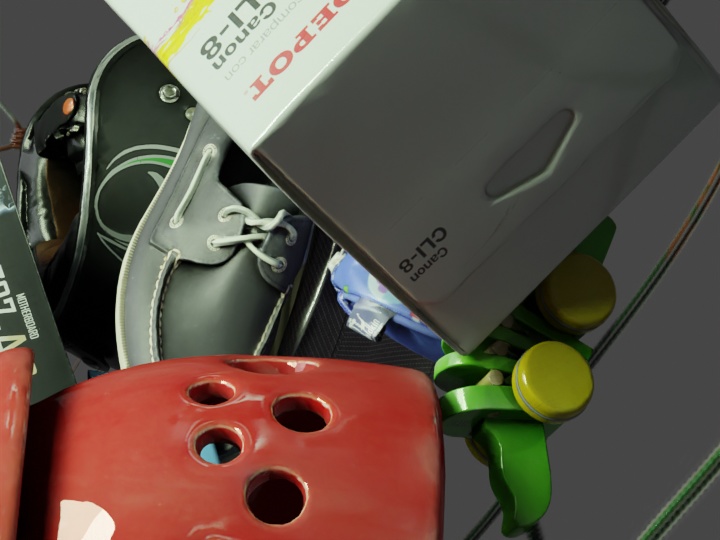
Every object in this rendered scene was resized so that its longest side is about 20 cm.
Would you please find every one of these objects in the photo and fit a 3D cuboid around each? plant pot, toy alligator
[{"bbox_3d":[-0.071,0.128,1.044,0.200,0.182,0.201,-175,90,-82],"label":"plant pot"},{"bbox_3d":[0.064,0.007,1.075,0.059,0.054,0.200,132,158,-58],"label":"toy alligator"}]

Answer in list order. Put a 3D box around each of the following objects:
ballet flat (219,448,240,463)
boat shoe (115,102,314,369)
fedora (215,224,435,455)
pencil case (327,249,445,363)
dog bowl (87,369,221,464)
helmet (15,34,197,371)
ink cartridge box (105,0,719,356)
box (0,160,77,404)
[{"bbox_3d":[-0.082,0.135,1.386,0.200,0.074,0.074,-42,14,4],"label":"ballet flat"},{"bbox_3d":[-0.054,-0.025,1.200,0.063,0.072,0.201,135,153,-63],"label":"boat shoe"},{"bbox_3d":[0.000,0.000,1.297,0.177,0.090,0.201,134,149,-65],"label":"fedora"},{"bbox_3d":[0.053,-0.054,1.173,0.078,0.087,0.201,69,-137,-79],"label":"pencil case"},{"bbox_3d":[-0.086,0.117,1.268,0.200,0.049,0.112,-115,18,-63],"label":"dog bowl"},{"bbox_3d":[-0.072,-0.036,1.465,0.200,0.190,0.201,-173,90,-69],"label":"helmet"},{"bbox_3d":[0.008,-0.098,1.059,0.145,0.145,0.200,-46,40,2],"label":"ink cartridge box"},{"bbox_3d":[-0.171,0.046,1.357,0.200,0.043,0.161,114,137,-74],"label":"box"}]
